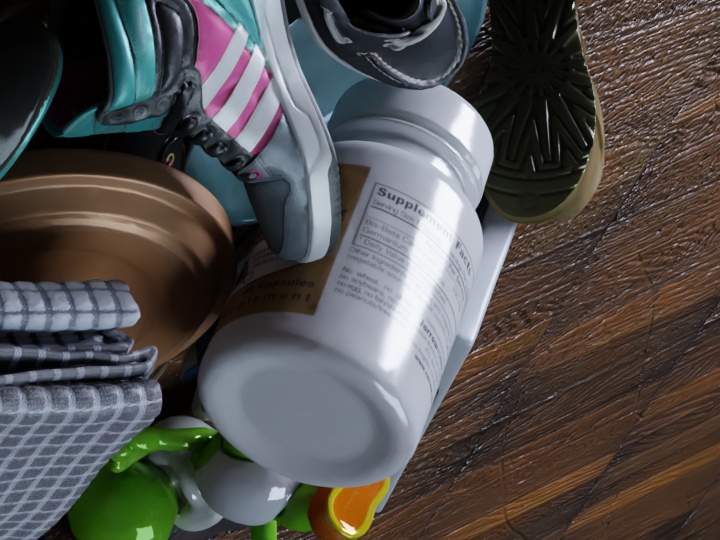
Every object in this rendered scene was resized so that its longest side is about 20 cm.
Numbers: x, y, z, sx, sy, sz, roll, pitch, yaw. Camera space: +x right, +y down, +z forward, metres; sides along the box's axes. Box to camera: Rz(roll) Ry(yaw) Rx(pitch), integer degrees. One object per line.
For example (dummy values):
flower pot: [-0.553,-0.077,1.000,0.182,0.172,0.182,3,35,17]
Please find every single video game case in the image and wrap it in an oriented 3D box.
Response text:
video game case: [0.057,0.026,1.753,0.182,0.023,0.200,116,-3,-47]

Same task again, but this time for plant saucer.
plant saucer: [-0.022,-0.105,1.493,0.200,0.036,0.200,-32,158,-15]
plant saucer: [-0.159,0.012,1.399,0.199,0.032,0.201,-9,147,-6]

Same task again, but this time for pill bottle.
pill bottle: [0.000,0.000,1.430,0.115,0.114,0.200,112,-1,-51]

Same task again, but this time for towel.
towel: [-0.203,0.078,1.341,0.165,0.086,0.200,0,156,-33]

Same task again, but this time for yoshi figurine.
yoshi figurine: [-0.087,0.123,1.543,0.112,0.113,0.200,12,165,-39]

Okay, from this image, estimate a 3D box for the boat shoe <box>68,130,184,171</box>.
boat shoe: [-0.115,-0.052,1.415,0.073,0.063,0.202,-19,150,-35]

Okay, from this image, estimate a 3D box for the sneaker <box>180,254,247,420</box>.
sneaker: [-0.054,0.047,1.574,0.147,0.080,0.200,-55,-178,27]

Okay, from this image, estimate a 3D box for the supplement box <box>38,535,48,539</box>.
supplement box: [-0.266,0.239,1.685,0.200,0.110,0.109,-29,156,-26]

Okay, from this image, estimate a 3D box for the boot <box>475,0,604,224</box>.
boot: [0.111,-0.075,1.613,0.066,0.176,0.200,2,158,10]

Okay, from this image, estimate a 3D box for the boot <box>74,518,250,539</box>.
boot: [-0.087,0.155,1.769,0.173,0.069,0.200,-11,160,-17]

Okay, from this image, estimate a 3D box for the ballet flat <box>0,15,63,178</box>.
ballet flat: [-0.214,-0.040,1.276,0.068,0.068,0.200,13,126,-49]

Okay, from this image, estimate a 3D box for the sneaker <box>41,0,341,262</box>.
sneaker: [-0.086,-0.076,1.302,0.120,0.084,0.201,-25,115,-18]

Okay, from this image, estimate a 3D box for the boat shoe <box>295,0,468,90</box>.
boat shoe: [0.008,-0.140,1.364,0.074,0.060,0.200,-44,142,-7]

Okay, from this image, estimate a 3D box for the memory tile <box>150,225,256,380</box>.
memory tile: [-0.131,0.067,1.602,0.200,0.017,0.153,-52,180,31]
